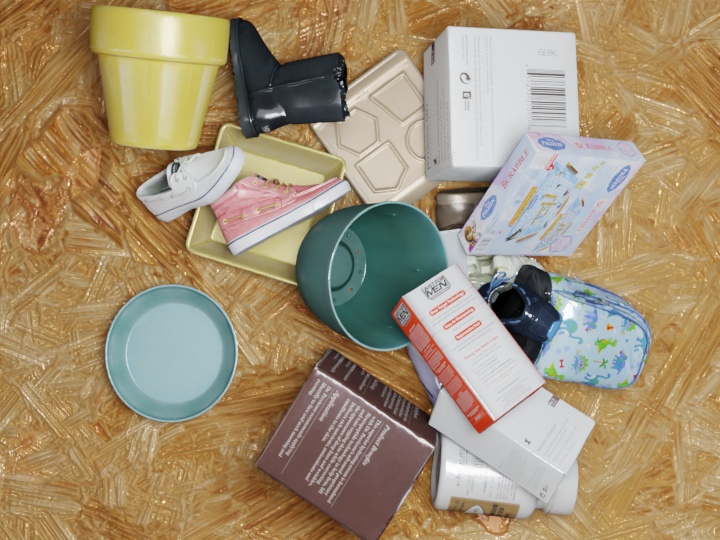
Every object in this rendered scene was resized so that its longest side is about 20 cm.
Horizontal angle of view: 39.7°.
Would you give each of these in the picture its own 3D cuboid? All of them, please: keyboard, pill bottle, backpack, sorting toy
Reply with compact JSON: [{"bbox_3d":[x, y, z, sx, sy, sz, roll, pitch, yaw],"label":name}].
[{"bbox_3d":[0.134,0.037,1.459,0.055,0.011,0.203,-9,112,3],"label":"keyboard"},{"bbox_3d":[0.205,0.296,1.433,0.197,0.114,0.116,7,86,-1],"label":"pill bottle"},{"bbox_3d":[0.317,0.094,1.436,0.197,0.154,0.166,12,100,-26],"label":"backpack"},{"bbox_3d":[0.047,-0.202,1.512,0.184,0.036,0.201,-36,91,-2],"label":"sorting toy"}]

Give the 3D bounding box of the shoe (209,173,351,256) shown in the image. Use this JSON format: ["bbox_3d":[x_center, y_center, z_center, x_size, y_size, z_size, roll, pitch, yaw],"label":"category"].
[{"bbox_3d":[-0.118,-0.106,1.437,0.198,0.071,0.092,-28,89,2],"label":"shoe"}]

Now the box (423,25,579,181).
[{"bbox_3d":[0.202,-0.235,1.445,0.197,0.131,0.203,-1,85,-12],"label":"box"}]

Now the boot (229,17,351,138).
[{"bbox_3d":[-0.103,-0.296,1.475,0.165,0.077,0.203,-11,68,3],"label":"boot"}]

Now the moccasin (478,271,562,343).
[{"bbox_3d":[0.204,0.041,1.364,0.068,0.200,0.081,29,84,-22],"label":"moccasin"}]

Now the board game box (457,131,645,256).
[{"bbox_3d":[0.264,-0.101,1.390,0.197,0.201,0.042,1,49,-32],"label":"board game box"}]

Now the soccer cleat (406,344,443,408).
[{"bbox_3d":[0.110,0.144,1.473,0.068,0.073,0.203,-27,108,-36],"label":"soccer cleat"}]

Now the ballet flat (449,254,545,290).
[{"bbox_3d":[0.179,0.001,1.472,0.196,0.072,0.073,0,86,1],"label":"ballet flat"}]

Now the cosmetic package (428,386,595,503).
[{"bbox_3d":[0.207,0.210,1.374,0.199,0.082,0.113,32,48,14],"label":"cosmetic package"}]

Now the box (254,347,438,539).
[{"bbox_3d":[-0.014,0.241,1.403,0.199,0.164,0.167,34,96,2],"label":"box"}]

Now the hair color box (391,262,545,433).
[{"bbox_3d":[0.142,0.102,1.325,0.101,0.061,0.201,-29,76,-26],"label":"hair color box"}]

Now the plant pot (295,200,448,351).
[{"bbox_3d":[0.000,0.000,1.412,0.198,0.160,0.204,-4,98,-32],"label":"plant pot"}]

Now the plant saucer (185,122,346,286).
[{"bbox_3d":[-0.140,-0.095,1.495,0.197,0.048,0.203,17,86,1],"label":"plant saucer"}]

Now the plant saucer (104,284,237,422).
[{"bbox_3d":[-0.279,0.123,1.487,0.196,0.036,0.204,0,85,0],"label":"plant saucer"}]

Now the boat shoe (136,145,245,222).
[{"bbox_3d":[-0.250,-0.129,1.435,0.066,0.199,0.074,32,44,-34],"label":"boat shoe"}]

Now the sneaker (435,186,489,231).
[{"bbox_3d":[0.211,-0.085,1.494,0.196,0.071,0.077,-1,105,3],"label":"sneaker"}]

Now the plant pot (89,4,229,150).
[{"bbox_3d":[-0.293,-0.277,1.445,0.197,0.201,0.192,5,101,1],"label":"plant pot"}]
